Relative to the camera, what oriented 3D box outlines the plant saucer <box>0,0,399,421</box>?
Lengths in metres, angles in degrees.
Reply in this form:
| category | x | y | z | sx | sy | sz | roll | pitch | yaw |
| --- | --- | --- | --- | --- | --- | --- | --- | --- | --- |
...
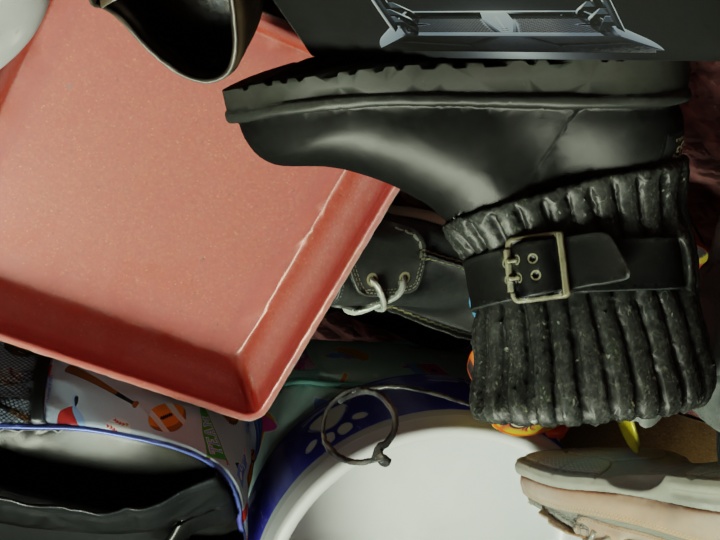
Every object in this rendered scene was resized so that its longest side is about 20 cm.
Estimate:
| category | x | y | z | sx | sy | sz | roll | pitch | yaw |
| --- | --- | --- | --- | --- | --- | --- | --- | --- | --- |
| plant saucer | -0.091 | -0.042 | 0.886 | 0.199 | 0.037 | 0.200 | 20 | 116 | -24 |

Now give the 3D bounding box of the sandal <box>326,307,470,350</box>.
| category | x | y | z | sx | sy | sz | roll | pitch | yaw |
| --- | --- | --- | --- | --- | --- | --- | --- | --- | --- |
| sandal | -0.028 | 0.003 | 1.066 | 0.199 | 0.043 | 0.076 | 22 | 156 | -5 |

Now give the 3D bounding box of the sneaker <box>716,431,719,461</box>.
| category | x | y | z | sx | sy | sz | roll | pitch | yaw |
| --- | --- | --- | --- | --- | --- | --- | --- | --- | --- |
| sneaker | 0.223 | 0.093 | 0.946 | 0.079 | 0.200 | 0.078 | 6 | 113 | 5 |

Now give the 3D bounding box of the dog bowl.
| category | x | y | z | sx | sy | sz | roll | pitch | yaw |
| --- | --- | --- | --- | --- | --- | --- | --- | --- | --- |
| dog bowl | 0.035 | 0.161 | 1.043 | 0.200 | 0.200 | 0.079 | 28 | -169 | -20 |

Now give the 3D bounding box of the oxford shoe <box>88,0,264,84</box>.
| category | x | y | z | sx | sy | sz | roll | pitch | yaw |
| --- | --- | --- | --- | --- | --- | --- | --- | --- | --- |
| oxford shoe | -0.090 | -0.149 | 0.723 | 0.072 | 0.085 | 0.200 | -18 | 136 | 22 |

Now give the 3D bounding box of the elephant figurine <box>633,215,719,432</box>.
| category | x | y | z | sx | sy | sz | roll | pitch | yaw |
| --- | --- | --- | --- | --- | --- | --- | --- | --- | --- |
| elephant figurine | 0.248 | 0.032 | 0.834 | 0.199 | 0.142 | 0.155 | 8 | -168 | -23 |

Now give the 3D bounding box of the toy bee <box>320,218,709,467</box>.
| category | x | y | z | sx | sy | sz | roll | pitch | yaw |
| --- | --- | --- | --- | --- | --- | --- | --- | --- | --- |
| toy bee | 0.092 | 0.037 | 0.952 | 0.199 | 0.131 | 0.109 | -15 | 152 | 27 |

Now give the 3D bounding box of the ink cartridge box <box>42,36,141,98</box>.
| category | x | y | z | sx | sy | sz | roll | pitch | yaw |
| --- | --- | --- | --- | --- | --- | --- | --- | --- | --- |
| ink cartridge box | -0.150 | -0.104 | 0.919 | 0.200 | 0.051 | 0.109 | 31 | 153 | -23 |

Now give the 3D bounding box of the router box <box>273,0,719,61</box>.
| category | x | y | z | sx | sy | sz | roll | pitch | yaw |
| --- | --- | --- | --- | --- | --- | --- | --- | --- | --- |
| router box | 0.040 | -0.142 | 0.695 | 0.199 | 0.052 | 0.157 | 5 | 152 | 30 |

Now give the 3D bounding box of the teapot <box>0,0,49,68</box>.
| category | x | y | z | sx | sy | sz | roll | pitch | yaw |
| --- | --- | --- | --- | --- | --- | --- | --- | --- | --- |
| teapot | -0.226 | -0.135 | 0.725 | 0.200 | 0.146 | 0.198 | 24 | 145 | 54 |

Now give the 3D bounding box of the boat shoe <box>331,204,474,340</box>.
| category | x | y | z | sx | sy | sz | roll | pitch | yaw |
| --- | --- | --- | --- | --- | --- | --- | --- | --- | --- |
| boat shoe | 0.000 | 0.000 | 0.997 | 0.199 | 0.068 | 0.072 | 22 | 134 | -11 |

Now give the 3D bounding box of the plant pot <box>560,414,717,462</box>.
| category | x | y | z | sx | sy | sz | roll | pitch | yaw |
| --- | --- | --- | --- | --- | --- | --- | --- | --- | --- |
| plant pot | 0.164 | 0.212 | 1.177 | 0.186 | 0.201 | 0.187 | 16 | 157 | 7 |

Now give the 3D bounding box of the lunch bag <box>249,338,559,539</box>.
| category | x | y | z | sx | sy | sz | roll | pitch | yaw |
| --- | --- | --- | --- | --- | --- | --- | --- | --- | --- |
| lunch bag | 0.017 | 0.126 | 1.111 | 0.199 | 0.161 | 0.077 | 6 | -163 | -14 |

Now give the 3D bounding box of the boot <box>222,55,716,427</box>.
| category | x | y | z | sx | sy | sz | roll | pitch | yaw |
| --- | --- | --- | --- | --- | --- | --- | --- | --- | --- |
| boot | 0.044 | -0.014 | 0.806 | 0.210 | 0.159 | 0.079 | 2 | -166 | 20 |

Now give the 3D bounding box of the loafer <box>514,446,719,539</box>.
| category | x | y | z | sx | sy | sz | roll | pitch | yaw |
| --- | --- | --- | --- | --- | --- | --- | --- | --- | --- |
| loafer | 0.139 | 0.119 | 0.900 | 0.072 | 0.063 | 0.200 | -6 | -179 | -30 |

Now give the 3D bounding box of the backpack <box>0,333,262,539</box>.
| category | x | y | z | sx | sy | sz | roll | pitch | yaw |
| --- | --- | --- | --- | --- | --- | --- | --- | --- | --- |
| backpack | -0.146 | 0.094 | 1.004 | 0.190 | 0.155 | 0.200 | 9 | 147 | 6 |
